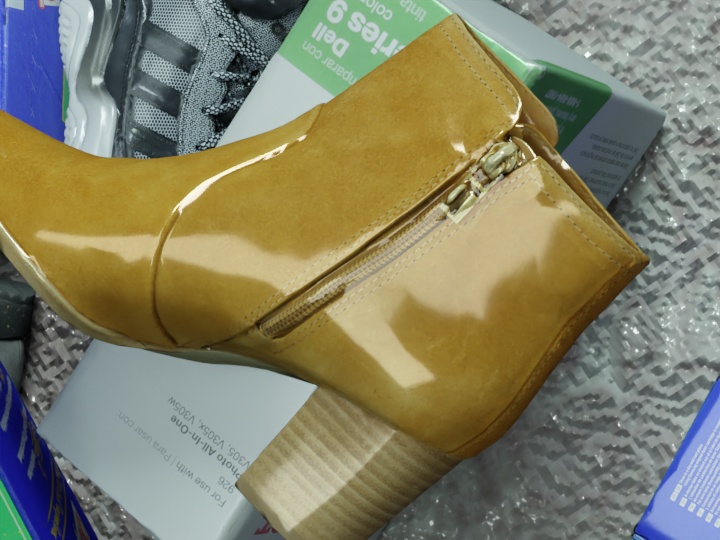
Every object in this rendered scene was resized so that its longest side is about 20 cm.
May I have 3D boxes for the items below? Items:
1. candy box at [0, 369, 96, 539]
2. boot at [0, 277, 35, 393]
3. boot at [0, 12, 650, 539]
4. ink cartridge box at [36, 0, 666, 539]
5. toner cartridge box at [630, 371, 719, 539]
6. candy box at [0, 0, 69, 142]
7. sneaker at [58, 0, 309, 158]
[{"bbox_3d":[-0.164,0.047,0.758,0.077,0.169,0.200,-28,99,-4],"label":"candy box"},{"bbox_3d":[-0.228,0.059,0.896,0.199,0.070,0.132,8,94,23],"label":"boot"},{"bbox_3d":[-0.022,-0.026,0.660,0.201,0.071,0.144,44,98,16],"label":"boot"},{"bbox_3d":[0.000,0.000,0.759,0.087,0.145,0.200,36,102,20],"label":"ink cartridge box"},{"bbox_3d":[0.181,0.026,0.736,0.095,0.043,0.200,31,100,22],"label":"toner cartridge box"},{"bbox_3d":[-0.210,-0.127,0.890,0.199,0.077,0.170,-1,87,24],"label":"candy box"},{"bbox_3d":[-0.048,-0.071,0.818,0.114,0.075,0.201,-11,82,25],"label":"sneaker"}]
